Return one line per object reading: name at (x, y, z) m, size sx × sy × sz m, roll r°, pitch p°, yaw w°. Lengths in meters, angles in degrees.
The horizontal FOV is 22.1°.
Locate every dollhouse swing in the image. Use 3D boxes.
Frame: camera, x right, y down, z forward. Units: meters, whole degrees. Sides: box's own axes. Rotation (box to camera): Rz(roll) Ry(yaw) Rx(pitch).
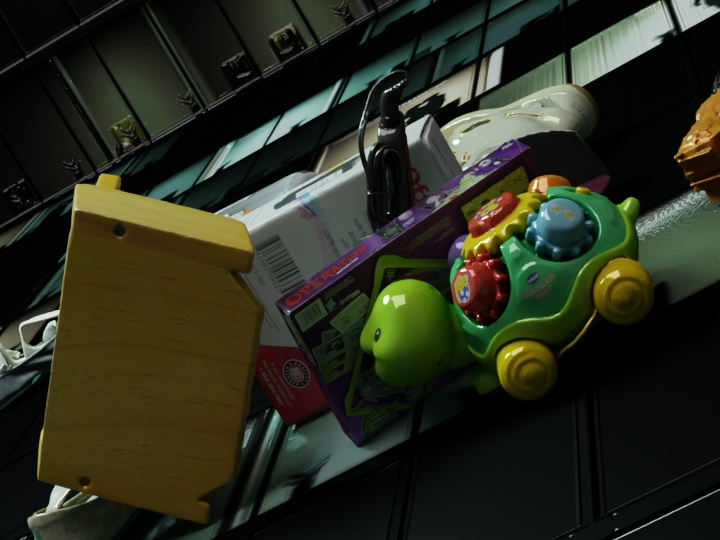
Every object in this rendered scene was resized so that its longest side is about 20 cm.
dollhouse swing at (-0.143, 0.042, 1.330) m, size 0.181 × 0.201 × 0.176 m, roll 13°, pitch 16°, yaw 10°

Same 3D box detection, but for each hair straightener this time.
hair straightener at (0.027, -0.035, 1.254) m, size 0.041 × 0.201 × 0.077 m, roll 3°, pitch 18°, yaw 16°

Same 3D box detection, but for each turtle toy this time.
turtle toy at (0.094, 0.013, 1.178) m, size 0.200 × 0.101 × 0.146 m, roll -38°, pitch 11°, yaw 9°

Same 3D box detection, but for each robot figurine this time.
robot figurine at (0.306, -0.126, 1.324) m, size 0.145 × 0.058 × 0.200 m, roll -19°, pitch 18°, yaw 41°

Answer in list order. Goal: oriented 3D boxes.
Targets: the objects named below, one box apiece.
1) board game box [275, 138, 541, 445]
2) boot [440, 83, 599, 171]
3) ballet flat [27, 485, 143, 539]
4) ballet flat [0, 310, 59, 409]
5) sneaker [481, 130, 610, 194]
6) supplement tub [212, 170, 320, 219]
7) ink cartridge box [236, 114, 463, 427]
board game box at (0.050, 0.014, 1.241) m, size 0.200 × 0.120 × 0.032 m, roll -34°, pitch 28°, yaw -13°
boot at (0.102, -0.083, 1.611) m, size 0.199 × 0.072 × 0.155 m, roll -23°, pitch 18°, yaw 32°
ballet flat at (-0.176, 0.150, 1.381) m, size 0.067 × 0.063 × 0.200 m, roll -22°, pitch 16°, yaw 36°
ballet flat at (-0.366, 0.095, 2.017) m, size 0.200 × 0.073 × 0.073 m, roll -33°, pitch 13°, yaw -4°
sneaker at (0.101, -0.051, 1.483) m, size 0.199 × 0.081 × 0.086 m, roll -25°, pitch 2°, yaw 4°
supplement tub at (-0.101, 0.004, 1.627) m, size 0.199 × 0.123 × 0.123 m, roll -26°, pitch 14°, yaw 26°
ink cartridge box at (0.000, 0.000, 1.354) m, size 0.199 × 0.146 × 0.083 m, roll -27°, pitch 11°, yaw 14°
